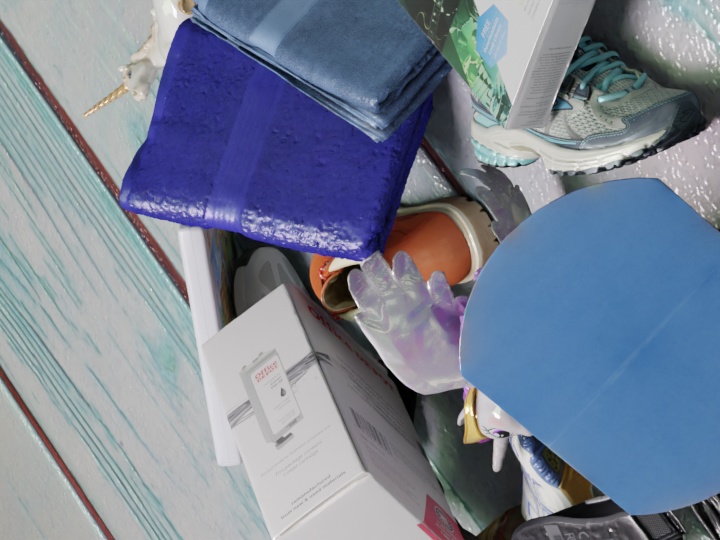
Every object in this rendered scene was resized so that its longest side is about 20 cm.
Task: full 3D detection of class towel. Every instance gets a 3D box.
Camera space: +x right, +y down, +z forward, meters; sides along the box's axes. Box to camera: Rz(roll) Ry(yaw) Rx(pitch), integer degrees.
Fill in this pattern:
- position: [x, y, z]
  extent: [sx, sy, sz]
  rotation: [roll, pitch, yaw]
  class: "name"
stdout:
- position: [-0.054, -0.087, 1.718]
  extent: [0.200, 0.148, 0.050]
  rotation: [13, 167, 25]
  class: "towel"
- position: [-0.018, -0.171, 1.680]
  extent: [0.200, 0.112, 0.049]
  rotation: [34, 167, 38]
  class: "towel"

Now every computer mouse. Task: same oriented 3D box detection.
- position: [0.193, 0.198, 1.596]
  extent: [0.200, 0.046, 0.140]
  rotation: [-23, 98, 47]
  class: "computer mouse"

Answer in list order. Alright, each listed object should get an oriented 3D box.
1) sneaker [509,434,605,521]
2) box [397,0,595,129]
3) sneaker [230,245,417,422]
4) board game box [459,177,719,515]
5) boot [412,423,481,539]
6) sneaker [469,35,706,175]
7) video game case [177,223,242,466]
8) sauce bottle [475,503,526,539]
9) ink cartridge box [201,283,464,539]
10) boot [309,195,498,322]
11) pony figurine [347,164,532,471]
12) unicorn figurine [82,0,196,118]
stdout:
- position: [0.129, 0.137, 1.699]
  extent: [0.088, 0.075, 0.200]
  rotation: [-19, 95, 59]
  class: "sneaker"
- position: [0.073, -0.201, 1.522]
  extent: [0.200, 0.036, 0.144]
  rotation: [55, 137, 40]
  class: "box"
- position: [-0.016, 0.061, 1.890]
  extent: [0.115, 0.076, 0.201]
  rotation: [-27, 85, 42]
  class: "sneaker"
- position: [0.157, 0.038, 1.439]
  extent: [0.200, 0.158, 0.039]
  rotation: [39, -168, -12]
  class: "board game box"
- position: [0.038, 0.229, 1.799]
  extent: [0.174, 0.069, 0.200]
  rotation: [48, 127, 51]
  class: "boot"
- position: [0.127, -0.107, 1.532]
  extent: [0.200, 0.078, 0.086]
  rotation: [5, 112, 55]
  class: "sneaker"
- position: [-0.108, 0.019, 1.922]
  extent: [0.182, 0.022, 0.200]
  rotation: [-89, -8, -64]
  class: "video game case"
- position: [0.091, 0.228, 1.828]
  extent: [0.066, 0.066, 0.200]
  rotation: [58, 146, 12]
  class: "sauce bottle"
- position: [-0.016, 0.126, 1.715]
  extent: [0.147, 0.083, 0.200]
  rotation: [45, -166, -41]
  class: "ink cartridge box"
- position: [0.000, 0.000, 1.769]
  extent: [0.200, 0.107, 0.075]
  rotation: [-18, 98, 60]
  class: "boot"
- position: [0.105, 0.043, 1.555]
  extent: [0.200, 0.167, 0.193]
  rotation: [-2, 117, 50]
  class: "pony figurine"
- position: [-0.137, -0.185, 1.889]
  extent: [0.137, 0.074, 0.200]
  rotation: [40, 127, 50]
  class: "unicorn figurine"
